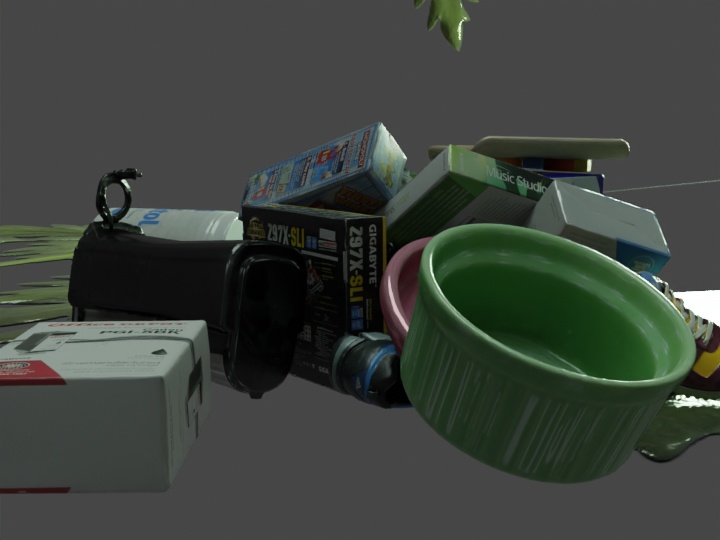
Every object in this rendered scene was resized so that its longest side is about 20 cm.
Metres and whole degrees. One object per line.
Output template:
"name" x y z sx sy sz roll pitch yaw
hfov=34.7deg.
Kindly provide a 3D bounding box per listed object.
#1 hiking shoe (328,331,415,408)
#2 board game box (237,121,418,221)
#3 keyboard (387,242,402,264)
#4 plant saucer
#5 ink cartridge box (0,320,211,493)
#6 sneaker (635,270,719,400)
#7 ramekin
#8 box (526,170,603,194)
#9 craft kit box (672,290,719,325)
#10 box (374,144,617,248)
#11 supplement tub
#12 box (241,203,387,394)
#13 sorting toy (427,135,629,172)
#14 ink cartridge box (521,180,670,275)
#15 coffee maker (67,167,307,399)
"hiking shoe" 0.074 0.086 1.012 0.199 0.075 0.087 -13 24 -27
"board game box" 0.005 -0.071 1.205 0.200 0.062 0.200 24 -28 -22
"keyboard" 0.000 0.000 1.179 0.199 0.040 0.104 0 -15 31
"plant saucer" 0.104 0.055 0.961 0.200 0.051 0.201 17 38 -14
"ink cartridge box" -0.196 0.094 0.851 0.146 0.083 0.200 -1 8 0
"sneaker" 0.268 0.051 1.018 0.199 0.090 0.075 9 34 12
"ramekin" 0.125 0.059 0.819 0.199 0.098 0.200 14 29 -8
"box" 0.172 -0.025 1.344 0.105 0.185 0.200 -3 8 -38
"craft kit box" 0.393 0.058 1.261 0.199 0.049 0.197 -2 6 -16
"box" 0.132 -0.049 1.134 0.199 0.036 0.144 14 -32 -26
"supplement tub" -0.237 -0.012 1.459 0.199 0.132 0.132 2 8 20
"box" -0.048 0.021 1.102 0.049 0.160 0.200 -4 8 -33
"sorting toy" 0.192 -0.132 1.359 0.184 0.037 0.200 0 2 -13
"ink cartridge box" 0.189 0.021 1.109 0.116 0.200 0.068 16 39 -19
"coffee maker" -0.162 0.010 1.056 0.199 0.193 0.135 3 21 33
